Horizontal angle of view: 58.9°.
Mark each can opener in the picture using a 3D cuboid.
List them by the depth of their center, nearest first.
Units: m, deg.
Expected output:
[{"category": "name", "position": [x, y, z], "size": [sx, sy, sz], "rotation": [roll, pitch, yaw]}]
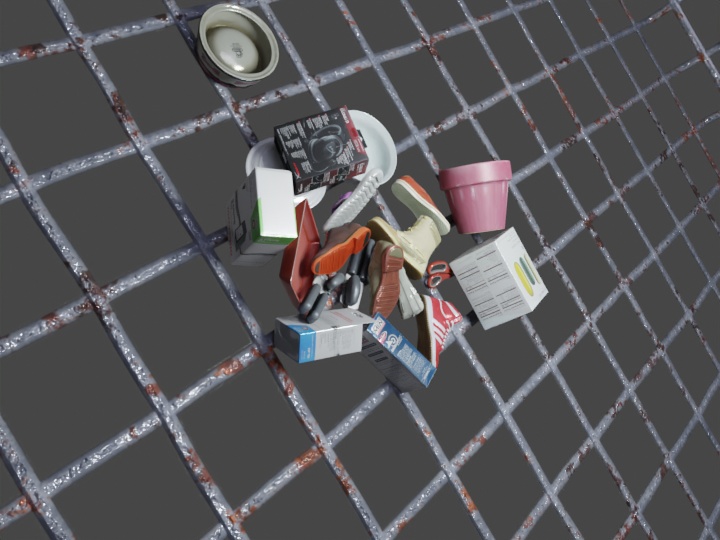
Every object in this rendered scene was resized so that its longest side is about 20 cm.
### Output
[{"category": "can opener", "position": [-0.088, 0.048, 1.414], "size": [0.053, 0.066, 0.200], "rotation": [49, 25, -10]}, {"category": "can opener", "position": [0.000, 0.000, 1.526], "size": [0.053, 0.067, 0.201], "rotation": [28, 60, -23]}]

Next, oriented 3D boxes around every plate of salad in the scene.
[{"category": "plate of salad", "position": [-0.175, -0.223, 1.502], "size": [0.198, 0.048, 0.202], "rotation": [11, 62, -21]}]

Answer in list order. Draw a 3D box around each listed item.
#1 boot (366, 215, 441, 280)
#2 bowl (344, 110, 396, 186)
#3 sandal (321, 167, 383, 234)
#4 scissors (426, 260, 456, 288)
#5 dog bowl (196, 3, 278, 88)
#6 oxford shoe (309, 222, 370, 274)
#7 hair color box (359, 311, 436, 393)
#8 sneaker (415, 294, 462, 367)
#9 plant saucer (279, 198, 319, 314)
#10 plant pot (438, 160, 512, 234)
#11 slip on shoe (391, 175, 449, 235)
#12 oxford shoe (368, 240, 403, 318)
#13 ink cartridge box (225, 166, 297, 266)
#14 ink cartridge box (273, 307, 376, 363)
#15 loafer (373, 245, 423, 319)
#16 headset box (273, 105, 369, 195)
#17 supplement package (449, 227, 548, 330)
[{"category": "boot", "position": [0.115, -0.095, 1.632], "size": [0.200, 0.073, 0.156], "rotation": [44, 56, -15]}, {"category": "bowl", "position": [-0.014, -0.292, 1.606], "size": [0.200, 0.090, 0.203], "rotation": [11, 68, -29]}, {"category": "sandal", "position": [-0.024, -0.169, 1.529], "size": [0.050, 0.203, 0.082], "rotation": [46, 6, 23]}, {"category": "scissors", "position": [0.249, 0.002, 1.700], "size": [0.199, 0.014, 0.074], "rotation": [-9, 115, -35]}, {"category": "dog bowl", "position": [-0.298, -0.522, 1.510], "size": [0.199, 0.074, 0.202], "rotation": [12, 67, -31]}, {"category": "oxford shoe", "position": [-0.061, -0.053, 1.484], "size": [0.072, 0.072, 0.200], "rotation": [31, 41, 23]}, {"category": "hair color box", "position": [0.071, 0.193, 1.484], "size": [0.200, 0.100, 0.061], "rotation": [44, 55, -13]}, {"category": "sneaker", "position": [0.200, 0.163, 1.598], "size": [0.112, 0.071, 0.202], "rotation": [10, 66, -27]}, {"category": "plant saucer", "position": [-0.133, -0.025, 1.397], "size": [0.036, 0.200, 0.202], "rotation": [5, 66, 8]}, {"category": "plant pot", "position": [0.320, -0.195, 1.744], "size": [0.199, 0.199, 0.181], "rotation": [-11, 95, -35]}, {"category": "slip on shoe", "position": [0.168, -0.176, 1.700], "size": [0.200, 0.074, 0.061], "rotation": [45, 52, -7]}, {"category": "oxford shoe", "position": [0.051, 0.026, 1.524], "size": [0.070, 0.074, 0.202], "rotation": [0, 110, -38]}, {"category": "ink cartridge box", "position": [-0.213, -0.106, 1.341], "size": [0.083, 0.200, 0.147], "rotation": [2, 72, -30]}, {"category": "ink cartridge box", "position": [-0.075, 0.137, 1.389], "size": [0.199, 0.116, 0.069], "rotation": [-6, 107, -34]}, {"category": "loafer", "position": [0.083, 0.027, 1.567], "size": [0.069, 0.070, 0.201], "rotation": [-30, 93, -4]}, {"category": "headset box", "position": [-0.082, -0.279, 1.467], "size": [0.198, 0.077, 0.150], "rotation": [-20, 76, -14]}, {"category": "supplement package", "position": [0.367, 0.020, 1.688], "size": [0.152, 0.150, 0.201], "rotation": [-30, 91, -54]}]
